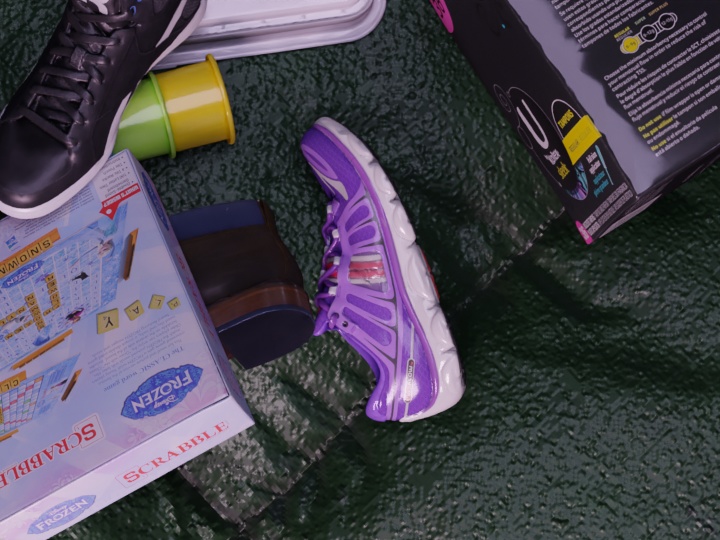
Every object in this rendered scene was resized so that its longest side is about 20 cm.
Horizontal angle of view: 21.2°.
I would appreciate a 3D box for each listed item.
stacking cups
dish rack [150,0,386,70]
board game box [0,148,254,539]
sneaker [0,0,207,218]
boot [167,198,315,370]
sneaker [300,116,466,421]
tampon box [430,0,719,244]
[{"bbox_3d":[-0.182,-0.086,1.216,0.199,0.061,0.061,-14,82,-7],"label":"stacking cups"},{"bbox_3d":[-0.088,-0.227,1.257,0.199,0.044,0.172,-8,81,-6],"label":"dish rack"},{"bbox_3d":[-0.186,0.054,1.142,0.200,0.041,0.200,-29,55,4],"label":"board game box"},{"bbox_3d":[-0.167,-0.134,1.145,0.073,0.112,0.200,28,70,13],"label":"sneaker"},{"bbox_3d":[-0.131,0.024,1.212,0.199,0.075,0.097,-15,56,4],"label":"boot"},{"bbox_3d":[0.000,0.000,1.209,0.083,0.081,0.201,-20,83,-1],"label":"sneaker"},{"bbox_3d":[0.151,-0.143,1.205,0.126,0.150,0.200,-32,84,-9],"label":"tampon box"}]
